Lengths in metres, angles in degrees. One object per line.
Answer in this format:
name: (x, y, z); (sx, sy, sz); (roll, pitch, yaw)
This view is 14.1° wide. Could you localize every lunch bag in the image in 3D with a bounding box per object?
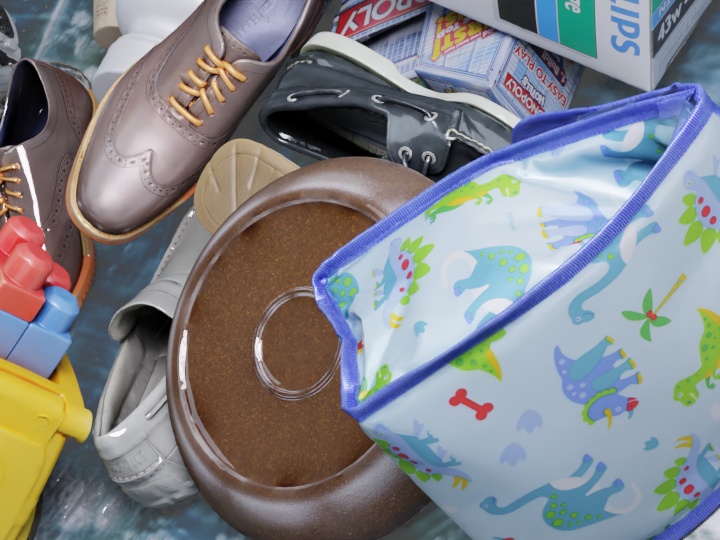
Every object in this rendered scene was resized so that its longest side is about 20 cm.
lunch bag: (0.107, 0.024, 1.266); (0.200, 0.170, 0.128); (-33, 39, 16)

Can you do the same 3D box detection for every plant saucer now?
plant saucer: (-0.023, 0.038, 1.430); (0.200, 0.032, 0.201); (-9, 73, 32)

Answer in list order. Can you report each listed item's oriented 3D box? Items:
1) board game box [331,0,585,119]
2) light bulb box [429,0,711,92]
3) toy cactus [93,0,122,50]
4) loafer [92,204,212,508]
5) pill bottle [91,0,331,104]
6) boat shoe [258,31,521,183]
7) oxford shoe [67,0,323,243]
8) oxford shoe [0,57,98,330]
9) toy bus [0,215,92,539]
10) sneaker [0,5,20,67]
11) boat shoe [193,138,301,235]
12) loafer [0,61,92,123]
board game box: (0.057, -0.137, 1.586); (0.200, 0.062, 0.200); (-19, 40, 31)
light bulb box: (0.109, -0.229, 1.491); (0.200, 0.125, 0.198); (25, 62, 22)
toy cactus: (-0.145, -0.221, 1.871); (0.200, 0.102, 0.165); (-10, 55, 27)
loafer: (-0.097, 0.032, 1.553); (0.070, 0.070, 0.200); (-21, 40, 30)
pill bottle: (-0.075, -0.168, 1.710); (0.111, 0.111, 0.200); (1, 54, 46)
boat shoe: (0.025, -0.059, 1.487); (0.199, 0.075, 0.066); (32, 61, 32)
oxford shoe: (-0.090, -0.102, 1.586); (0.200, 0.071, 0.073); (-55, 5, -14)
oxford shoe: (-0.200, -0.033, 1.716); (0.071, 0.073, 0.200); (-17, 52, 31)
toy bus: (-0.220, 0.048, 1.560); (0.192, 0.136, 0.200); (-57, 29, 16)
sneaker: (-0.281, -0.102, 1.892); (0.081, 0.075, 0.200); (-24, 37, 41)
boat shoe: (0.000, 0.000, 1.486); (0.200, 0.069, 0.074); (43, 103, 35)
loafer: (-0.255, -0.079, 1.782); (0.200, 0.072, 0.063); (-20, -3, -10)
